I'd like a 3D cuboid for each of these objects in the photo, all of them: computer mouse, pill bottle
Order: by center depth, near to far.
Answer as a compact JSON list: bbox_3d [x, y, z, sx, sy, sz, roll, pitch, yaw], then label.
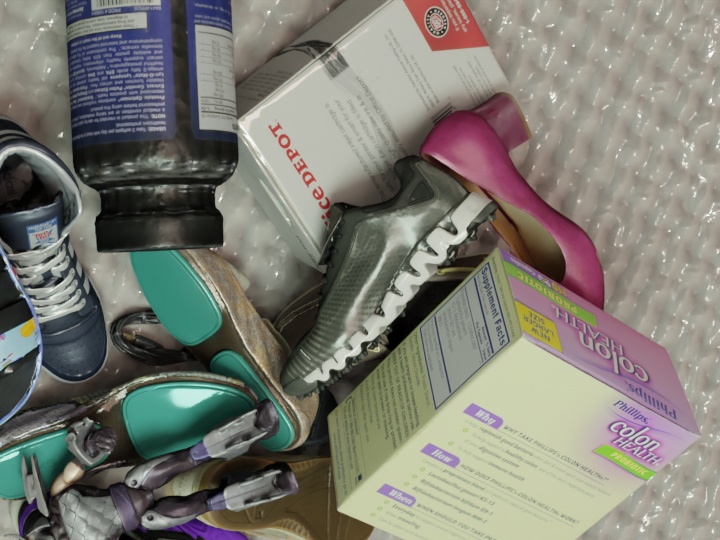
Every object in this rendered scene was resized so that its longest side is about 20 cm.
[{"bbox_3d":[-0.138,-0.114,0.883,0.111,0.112,0.201,-2,90,-26],"label":"pill bottle"},{"bbox_3d":[-0.102,0.083,1.012,0.199,0.034,0.059,29,64,-22],"label":"computer mouse"}]

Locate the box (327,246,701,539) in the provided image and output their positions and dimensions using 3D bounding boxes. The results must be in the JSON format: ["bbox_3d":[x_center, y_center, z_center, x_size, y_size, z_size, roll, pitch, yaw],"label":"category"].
[{"bbox_3d":[0.105,0.113,0.959,0.175,0.097,0.200,29,121,-27],"label":"box"}]

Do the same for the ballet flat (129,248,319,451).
[{"bbox_3d":[-0.097,0.041,0.978,0.201,0.068,0.067,58,37,-10],"label":"ballet flat"}]

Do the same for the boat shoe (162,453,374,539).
[{"bbox_3d":[-0.064,0.175,1.032,0.199,0.065,0.073,16,80,-46],"label":"boat shoe"}]

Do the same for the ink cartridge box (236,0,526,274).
[{"bbox_3d":[0.004,-0.115,0.991,0.200,0.083,0.147,-40,116,-14],"label":"ink cartridge box"}]

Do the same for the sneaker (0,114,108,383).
[{"bbox_3d":[-0.213,-0.004,0.890,0.070,0.108,0.201,-24,110,-20],"label":"sneaker"}]

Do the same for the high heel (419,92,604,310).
[{"bbox_3d":[0.109,-0.025,0.972,0.096,0.067,0.201,-34,100,-35],"label":"high heel"}]

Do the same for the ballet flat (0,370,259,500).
[{"bbox_3d":[-0.174,0.107,0.950,0.199,0.072,0.072,-14,107,-10],"label":"ballet flat"}]

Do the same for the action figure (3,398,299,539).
[{"bbox_3d":[-0.145,0.153,0.895,0.199,0.069,0.131,-21,94,-16],"label":"action figure"}]

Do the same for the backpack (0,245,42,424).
[{"bbox_3d":[-0.304,0.035,0.818,0.199,0.135,0.183,-27,110,-6],"label":"backpack"}]

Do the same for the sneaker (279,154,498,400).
[{"bbox_3d":[0.000,0.000,0.933,0.090,0.066,0.200,44,100,5],"label":"sneaker"}]

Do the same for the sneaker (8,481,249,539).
[{"bbox_3d":[-0.156,0.214,0.970,0.199,0.099,0.070,21,93,-28],"label":"sneaker"}]

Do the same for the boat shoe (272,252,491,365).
[{"bbox_3d":[0.022,0.034,0.996,0.199,0.060,0.072,-13,96,11],"label":"boat shoe"}]
